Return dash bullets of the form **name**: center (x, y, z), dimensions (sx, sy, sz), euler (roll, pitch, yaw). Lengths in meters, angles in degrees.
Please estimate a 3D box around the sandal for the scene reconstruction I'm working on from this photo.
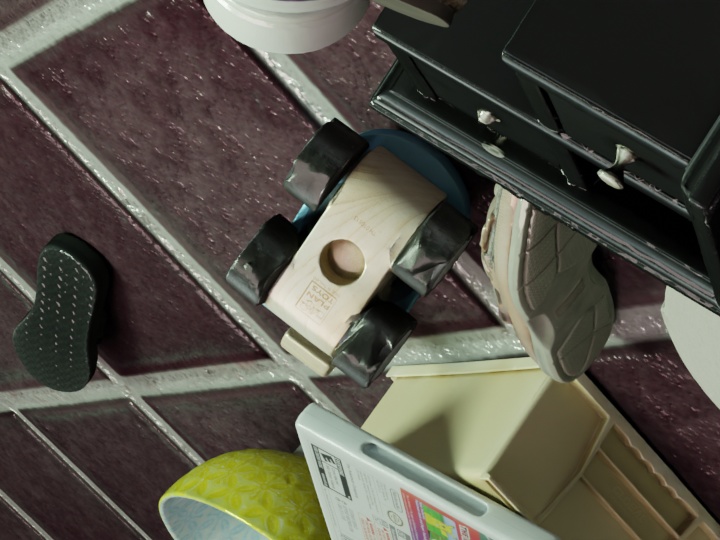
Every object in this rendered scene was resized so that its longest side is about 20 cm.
- **sandal**: center (-0.229, 0.034, 1.596), dimensions (0.075, 0.048, 0.201), euler (37, 143, 6)

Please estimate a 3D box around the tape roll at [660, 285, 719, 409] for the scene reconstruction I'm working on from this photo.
- **tape roll**: center (0.238, 0.045, 0.952), dimensions (0.202, 0.037, 0.203), euler (31, 155, 16)

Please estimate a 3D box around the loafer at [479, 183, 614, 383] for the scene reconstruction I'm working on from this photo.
- **loafer**: center (0.087, -0.011, 1.036), dimensions (0.063, 0.072, 0.200), euler (34, 159, 29)

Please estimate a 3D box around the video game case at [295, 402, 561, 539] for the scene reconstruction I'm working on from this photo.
- **video game case**: center (0.051, 0.178, 1.241), dimensions (0.182, 0.023, 0.200), euler (27, 153, 26)

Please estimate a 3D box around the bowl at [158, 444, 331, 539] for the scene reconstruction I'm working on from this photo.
- **bowl**: center (-0.045, 0.198, 1.531), dimensions (0.200, 0.108, 0.200), euler (32, 155, 17)

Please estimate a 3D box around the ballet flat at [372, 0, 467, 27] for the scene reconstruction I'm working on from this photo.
- **ballet flat**: center (-0.046, -0.151, 0.748), dimensions (0.199, 0.047, 0.067), euler (24, -177, -2)

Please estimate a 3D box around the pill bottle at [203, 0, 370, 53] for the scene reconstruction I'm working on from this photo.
- **pill bottle**: center (-0.029, -0.181, 0.844), dimensions (0.112, 0.112, 0.200), euler (33, 155, 13)

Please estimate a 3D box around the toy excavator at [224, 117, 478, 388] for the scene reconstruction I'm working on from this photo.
- **toy excavator**: center (0.000, 0.000, 1.147), dimensions (0.100, 0.200, 0.195), euler (37, 112, 6)

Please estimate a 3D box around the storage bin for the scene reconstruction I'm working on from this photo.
- **storage bin**: center (0.110, 0.158, 1.263), dimensions (0.199, 0.094, 0.200), euler (47, 155, -19)

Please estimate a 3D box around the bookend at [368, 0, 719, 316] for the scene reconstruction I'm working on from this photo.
- **bookend**: center (0.086, -0.084, 0.794), dimensions (0.198, 0.092, 0.200), euler (32, 176, 18)
